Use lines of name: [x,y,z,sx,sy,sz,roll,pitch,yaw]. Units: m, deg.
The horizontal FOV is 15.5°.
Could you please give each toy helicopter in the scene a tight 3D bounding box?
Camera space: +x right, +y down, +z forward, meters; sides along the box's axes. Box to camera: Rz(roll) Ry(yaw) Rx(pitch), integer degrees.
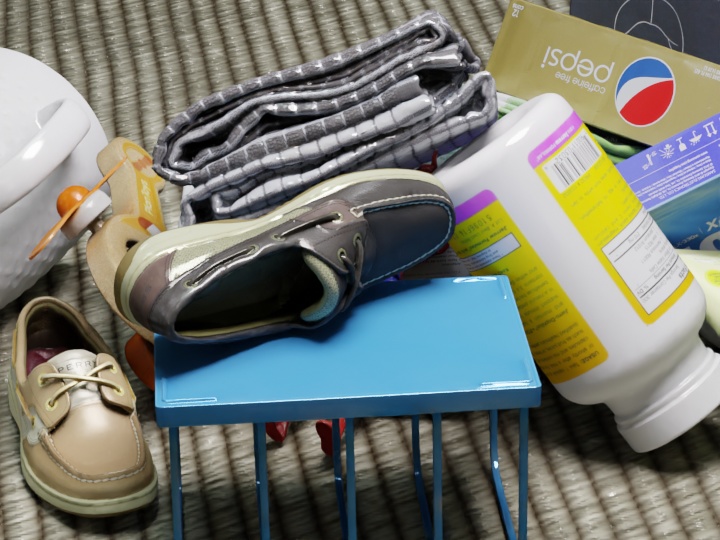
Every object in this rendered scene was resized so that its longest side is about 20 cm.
toy helicopter: [-0.142,-0.023,1.616,0.132,0.079,0.200,34,22,-29]

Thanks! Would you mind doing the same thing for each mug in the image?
mug: [-0.248,-0.048,1.688,0.200,0.148,0.175,-27,15,40]

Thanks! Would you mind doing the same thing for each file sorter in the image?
file sorter: [-0.010,0.089,1.444,0.199,0.123,0.139,-3,25,-3]

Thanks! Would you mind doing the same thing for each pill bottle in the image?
pill bottle: [0.129,0.005,1.528,0.104,0.200,0.104,-36,6,4]

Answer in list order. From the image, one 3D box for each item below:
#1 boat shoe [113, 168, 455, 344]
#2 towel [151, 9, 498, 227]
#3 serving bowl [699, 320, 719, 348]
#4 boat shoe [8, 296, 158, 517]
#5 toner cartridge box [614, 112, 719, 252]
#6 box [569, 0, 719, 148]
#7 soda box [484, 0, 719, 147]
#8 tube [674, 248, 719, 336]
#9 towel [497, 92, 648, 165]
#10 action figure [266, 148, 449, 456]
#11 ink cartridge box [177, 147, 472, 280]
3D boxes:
boat shoe: [-0.031,0.001,1.418,0.200,0.072,0.066,-15,37,-25]
towel: [-0.018,-0.089,1.579,0.199,0.086,0.166,-24,-2,4]
serving bowl: [0.293,-0.004,1.668,0.199,0.066,0.200,-14,37,11]
boat shoe: [-0.169,0.077,1.543,0.074,0.067,0.200,-11,26,-19]
toner cartridge box: [0.175,-0.027,1.619,0.199,0.095,0.043,-27,55,12]
box: [0.226,-0.128,1.802,0.107,0.201,0.148,-18,29,-42]
soda box: [0.178,-0.117,1.715,0.200,0.064,0.068,23,5,39]
tube: [0.248,0.048,1.540,0.052,0.058,0.200,-35,49,-2]
towel: [0.108,-0.100,1.749,0.149,0.031,0.200,15,4,-38]
action figure: [0.000,0.000,1.570,0.065,0.099,0.200,14,56,24]
ink cartridge box: [-0.021,0.004,1.658,0.196,0.043,0.201,-4,55,13]
